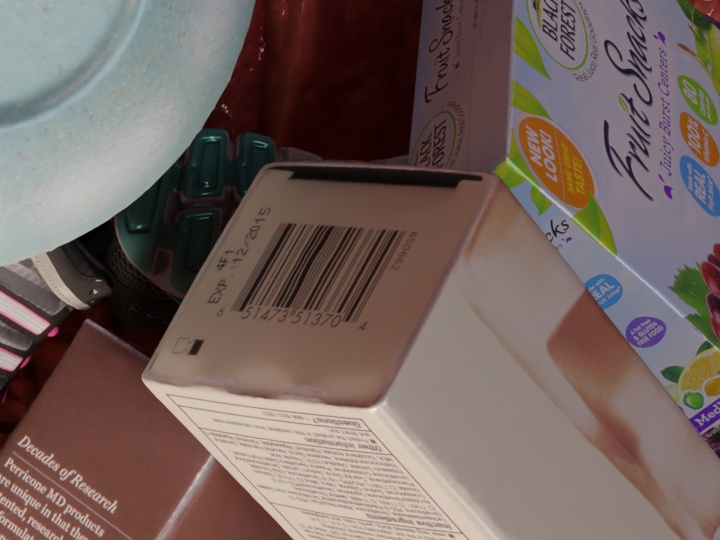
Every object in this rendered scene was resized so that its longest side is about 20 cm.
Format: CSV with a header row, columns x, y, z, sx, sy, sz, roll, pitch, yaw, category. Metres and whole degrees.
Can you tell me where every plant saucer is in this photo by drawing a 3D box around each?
x,y,z,sx,sy,sz,roll,pitch,yaw,category
-0.115,-0.094,0.846,0.200,0.039,0.202,-4,102,-21,plant saucer

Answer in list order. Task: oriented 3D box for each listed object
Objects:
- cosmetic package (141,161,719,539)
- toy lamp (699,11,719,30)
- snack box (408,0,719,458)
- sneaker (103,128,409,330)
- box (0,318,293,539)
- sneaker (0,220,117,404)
x,y,z,sx,sy,sz,roll,pitch,yaw,category
0.038,0.061,0.917,0.200,0.103,0.087,51,57,-38,cosmetic package
0.155,-0.046,1.178,0.200,0.058,0.058,38,82,-37,toy lamp
0.083,-0.040,1.012,0.142,0.200,0.053,39,120,-22,snack box
0.000,0.000,1.048,0.199,0.091,0.078,11,67,-19,sneaker
-0.099,0.125,0.962,0.200,0.075,0.100,-55,153,-1,box
-0.121,0.010,0.957,0.087,0.074,0.200,-12,133,-26,sneaker
